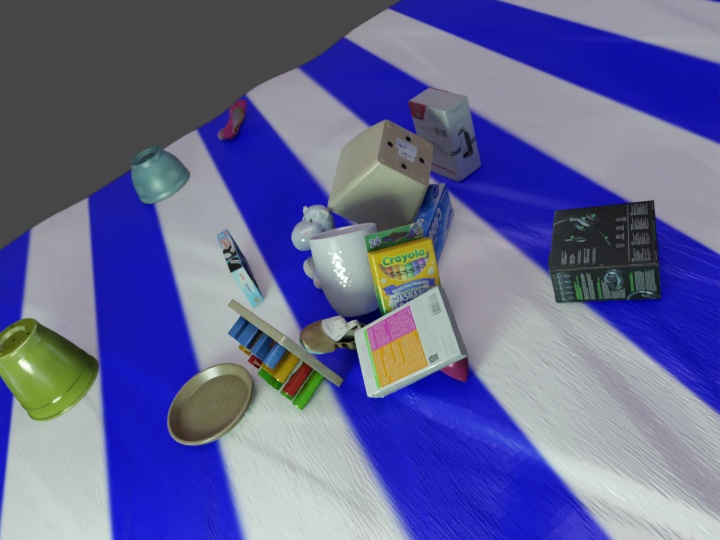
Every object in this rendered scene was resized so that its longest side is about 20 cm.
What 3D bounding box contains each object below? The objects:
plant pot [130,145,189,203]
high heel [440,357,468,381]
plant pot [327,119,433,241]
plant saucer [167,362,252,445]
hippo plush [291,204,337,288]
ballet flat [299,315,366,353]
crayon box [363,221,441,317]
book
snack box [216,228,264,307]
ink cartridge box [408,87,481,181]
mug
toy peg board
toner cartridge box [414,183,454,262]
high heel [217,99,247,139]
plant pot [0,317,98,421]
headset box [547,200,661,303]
[{"bbox_3d":[-0.721,-0.350,2.139,0.198,0.135,0.202,-15,40,13],"label":"plant pot"},{"bbox_3d":[0.116,0.168,1.161,0.067,0.097,0.199,-12,0,-41],"label":"high heel"},{"bbox_3d":[0.062,-0.222,1.412,0.177,0.198,0.202,-43,29,52],"label":"plant pot"},{"bbox_3d":[-0.312,0.282,1.281,0.198,0.030,0.201,-16,39,14],"label":"plant saucer"},{"bbox_3d":[-0.070,-0.073,1.429,0.158,0.161,0.200,18,59,43],"label":"hippo plush"},{"bbox_3d":[-0.041,0.121,1.190,0.072,0.199,0.068,-38,66,20],"label":"ballet flat"},{"bbox_3d":[0.090,0.017,1.197,0.124,0.203,0.052,-15,9,-9],"label":"crayon box"},{"bbox_3d":[0.085,0.133,1.116,0.199,0.048,0.135,-30,62,27],"label":"book"},{"bbox_3d":[-0.304,-0.009,1.534,0.037,0.117,0.200,-29,39,-5],"label":"snack box"},{"bbox_3d":[0.217,-0.348,1.557,0.083,0.201,0.146,-36,40,-18],"label":"ink cartridge box"},{"bbox_3d":[0.000,0.000,1.284,0.198,0.178,0.147,-5,13,36],"label":"mug"},{"bbox_3d":[-0.170,0.175,1.202,0.199,0.199,0.098,25,76,44],"label":"toy peg board"},{"bbox_3d":[0.163,-0.099,1.390,0.043,0.096,0.201,0,46,27],"label":"toner cartridge box"},{"bbox_3d":[-0.460,-0.573,2.289,0.095,0.068,0.201,-1,49,42],"label":"high heel"},{"bbox_3d":[-0.783,0.225,1.479,0.198,0.194,0.202,-16,39,13],"label":"plant pot"},{"bbox_3d":[0.455,-0.034,1.154,0.198,0.093,0.175,-5,44,25],"label":"headset box"}]
